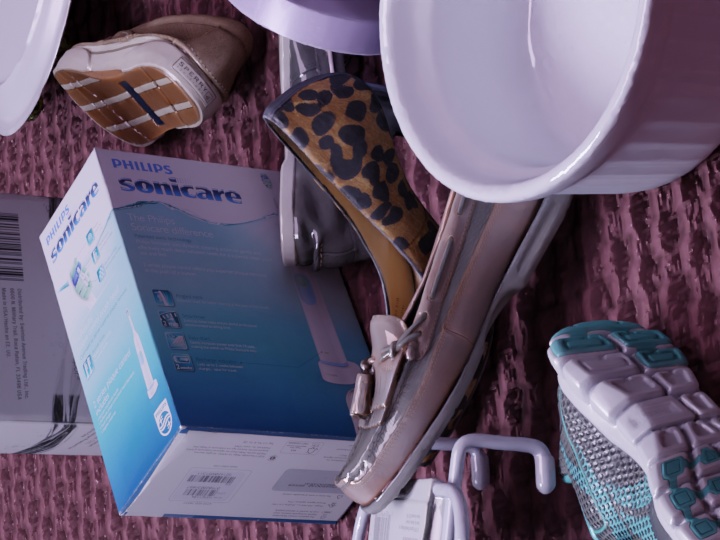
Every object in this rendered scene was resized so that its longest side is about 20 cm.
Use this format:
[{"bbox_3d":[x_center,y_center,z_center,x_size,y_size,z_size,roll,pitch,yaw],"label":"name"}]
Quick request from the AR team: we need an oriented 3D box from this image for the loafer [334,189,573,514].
[{"bbox_3d":[0.033,0.024,1.404,0.201,0.063,0.072,-59,12,-11],"label":"loafer"}]

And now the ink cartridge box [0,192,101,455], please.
[{"bbox_3d":[-0.198,0.035,1.706,0.084,0.199,0.147,-32,59,53],"label":"ink cartridge box"}]

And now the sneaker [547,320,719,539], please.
[{"bbox_3d":[0.147,0.109,1.295,0.200,0.077,0.092,-122,31,-50],"label":"sneaker"}]

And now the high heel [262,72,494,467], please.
[{"bbox_3d":[0.000,0.000,1.456,0.071,0.142,0.201,8,92,57],"label":"high heel"}]

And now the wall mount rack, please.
[{"bbox_3d":[0.048,0.170,1.398,0.200,0.074,0.175,166,110,-76],"label":"wall mount rack"}]

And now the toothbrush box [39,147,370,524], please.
[{"bbox_3d":[-0.082,0.037,1.575,0.085,0.146,0.201,-52,46,39],"label":"toothbrush box"}]

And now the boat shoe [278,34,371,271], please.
[{"bbox_3d":[-0.018,-0.096,1.592,0.067,0.057,0.201,92,178,-74],"label":"boat shoe"}]

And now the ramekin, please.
[{"bbox_3d":[0.106,-0.129,1.343,0.200,0.097,0.202,-8,80,52],"label":"ramekin"}]

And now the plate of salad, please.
[{"bbox_3d":[-0.212,-0.188,1.890,0.200,0.048,0.201,-169,90,-68],"label":"plate of salad"}]

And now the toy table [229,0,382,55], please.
[{"bbox_3d":[0.002,-0.201,1.469,0.200,0.183,0.118,-95,22,-66],"label":"toy table"}]

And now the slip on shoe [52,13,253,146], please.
[{"bbox_3d":[-0.130,-0.127,1.758,0.061,0.076,0.200,-49,17,-19],"label":"slip on shoe"}]
